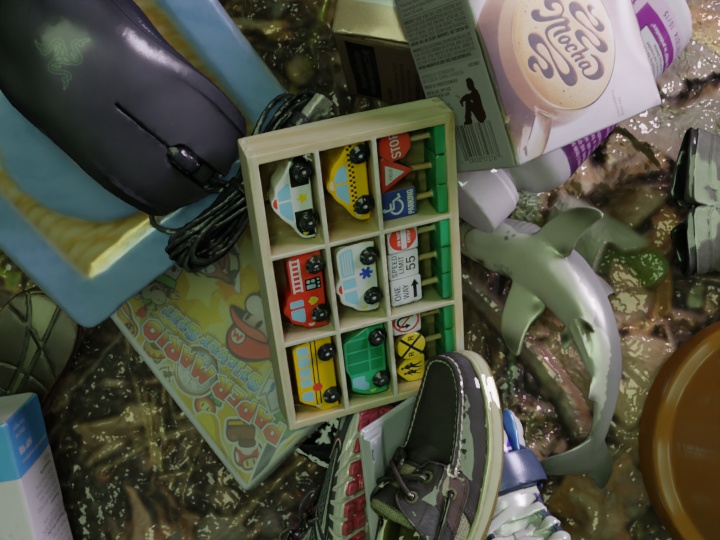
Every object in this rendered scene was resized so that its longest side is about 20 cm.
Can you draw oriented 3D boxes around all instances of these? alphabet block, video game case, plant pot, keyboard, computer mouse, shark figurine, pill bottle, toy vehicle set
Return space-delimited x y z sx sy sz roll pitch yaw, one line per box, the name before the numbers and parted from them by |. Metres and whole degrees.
alphabet block | -0.178 -0.123 0.743 0.196 0.200 0.196 -37 123 -1
video game case | -0.078 0.021 0.811 0.182 0.023 0.200 -45 74 13
plant pot | 0.293 0.120 0.728 0.199 0.183 0.201 0 85 5
keyboard | 0.028 0.184 0.770 0.011 0.056 0.201 11 118 35
computer mouse | -0.115 -0.087 0.637 0.200 0.053 0.139 37 99 -33
shark figurine | 0.157 0.039 0.803 0.128 0.089 0.215 -32 73 35
pill bottle | 0.126 -0.126 0.791 0.112 0.112 0.200 41 84 7
toy vehicle set | 0.000 0.000 0.703 0.124 0.027 0.201 -15 124 -13

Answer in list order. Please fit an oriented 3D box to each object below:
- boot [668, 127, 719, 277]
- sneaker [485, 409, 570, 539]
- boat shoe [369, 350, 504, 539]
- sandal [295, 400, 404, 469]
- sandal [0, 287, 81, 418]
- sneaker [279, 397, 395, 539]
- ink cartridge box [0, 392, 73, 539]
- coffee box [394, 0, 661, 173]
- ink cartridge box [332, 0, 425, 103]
boot | 0.291 -0.089 0.803 0.130 0.068 0.201 8 88 3
sneaker | 0.094 0.162 0.728 0.080 0.200 0.147 -18 95 -10
boat shoe | 0.039 0.148 0.705 0.066 0.072 0.202 8 89 -29
sandal | -0.031 0.106 0.822 0.200 0.048 0.076 11 86 6
sandal | -0.271 0.096 0.837 0.082 0.055 0.200 33 96 -7
sneaker | -0.019 0.181 0.782 0.075 0.081 0.201 18 102 35
ink cartridge box | -0.266 0.196 0.795 0.115 0.067 0.201 -10 103 3
coffee box | 0.085 -0.171 0.669 0.113 0.080 0.201 -23 101 -23
ink cartridge box | 0.038 -0.230 0.788 0.075 0.165 0.201 11 85 5
